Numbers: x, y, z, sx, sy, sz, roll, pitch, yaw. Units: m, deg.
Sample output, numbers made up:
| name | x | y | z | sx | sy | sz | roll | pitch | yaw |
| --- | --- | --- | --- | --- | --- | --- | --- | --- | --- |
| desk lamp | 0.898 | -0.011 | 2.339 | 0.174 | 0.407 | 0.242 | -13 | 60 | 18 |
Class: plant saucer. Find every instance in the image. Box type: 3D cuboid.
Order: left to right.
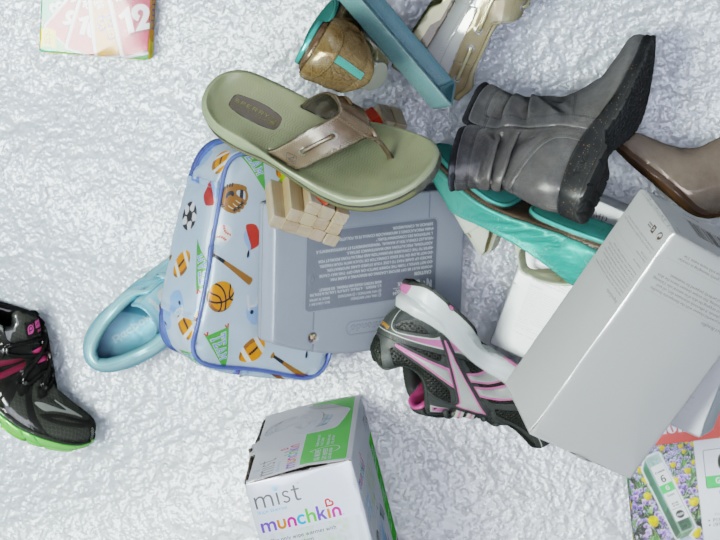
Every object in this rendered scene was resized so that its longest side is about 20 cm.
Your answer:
| name | x | y | z | sx | sy | sz | roll | pitch | yaw |
| --- | --- | --- | --- | --- | --- | --- | --- | --- | --- |
| plant saucer | 0.006 | -0.211 | 1.620 | 0.019 | 0.070 | 0.200 | -37 | 103 | 17 |

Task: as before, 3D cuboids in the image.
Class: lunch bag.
| name | x | y | z | sx | sy | sz | roll | pitch | yaw |
| --- | --- | --- | --- | --- | --- | --- | --- | --- | --- |
| lunch bag | -0.079 | -0.004 | 1.697 | 0.160 | 0.075 | 0.201 | 8 | 97 | -35 |

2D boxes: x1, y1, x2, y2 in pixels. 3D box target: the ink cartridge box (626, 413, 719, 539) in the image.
| name | x | y | z | sx | sy | sz | roll | pitch | yaw |
| --- | --- | --- | --- | --- | --- | --- | --- | --- | --- |
| ink cartridge box | 0.281 | 0.148 | 1.751 | 0.108 | 0.050 | 0.201 | -7 | 102 | 5 |

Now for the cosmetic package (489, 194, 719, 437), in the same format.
| name | x | y | z | sx | sy | sz | roll | pitch | yaw |
| --- | --- | --- | --- | --- | --- | --- | --- | --- | --- |
| cosmetic package | 0.226 | 0.029 | 1.697 | 0.199 | 0.052 | 0.151 | 24 | 105 | 20 |

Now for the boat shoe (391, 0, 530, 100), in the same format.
| name | x | y | z | sx | sy | sz | roll | pitch | yaw |
| --- | --- | --- | --- | --- | --- | --- | --- | --- | --- |
| boat shoe | 0.107 | -0.232 | 1.674 | 0.068 | 0.075 | 0.200 | 33 | 112 | -5 |

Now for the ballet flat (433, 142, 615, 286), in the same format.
| name | x | y | z | sx | sy | sz | roll | pitch | yaw |
| --- | --- | --- | --- | --- | --- | --- | --- | --- | --- |
| ballet flat | 0.129 | -0.035 | 1.676 | 0.200 | 0.067 | 0.071 | 29 | 118 | 23 |

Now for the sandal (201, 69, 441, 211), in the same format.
| name | x | y | z | sx | sy | sz | roll | pitch | yaw |
| --- | --- | --- | --- | --- | --- | --- | --- | --- | --- |
| sandal | -0.035 | -0.105 | 1.556 | 0.200 | 0.057 | 0.080 | 22 | 63 | 14 |

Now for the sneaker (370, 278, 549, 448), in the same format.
| name | x | y | z | sx | sy | sz | roll | pitch | yaw |
| --- | --- | --- | --- | --- | --- | --- | --- | --- | --- |
| sneaker | 0.081 | 0.094 | 1.714 | 0.200 | 0.080 | 0.086 | 42 | 87 | -23 |

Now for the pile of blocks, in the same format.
| name | x | y | z | sx | sy | sz | roll | pitch | yaw |
| --- | --- | --- | --- | --- | --- | --- | --- | --- | --- |
| pile of blocks | -0.019 | -0.099 | 1.637 | 0.082 | 0.200 | 0.062 | 31 | 125 | 0 |

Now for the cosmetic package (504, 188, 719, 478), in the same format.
| name | x | y | z | sx | sy | sz | roll | pitch | yaw |
| --- | --- | --- | --- | --- | --- | --- | --- | --- | --- |
| cosmetic package | 0.217 | 0.052 | 1.607 | 0.107 | 0.085 | 0.200 | 27 | 109 | -25 |

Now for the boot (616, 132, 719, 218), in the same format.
| name | x | y | z | sx | sy | sz | roll | pitch | yaw |
| --- | --- | --- | --- | --- | --- | --- | --- | --- | --- |
| boot | 0.329 | -0.098 | 1.693 | 0.200 | 0.070 | 0.146 | 38 | 96 | -7 |

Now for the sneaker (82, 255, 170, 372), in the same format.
| name | x | y | z | sx | sy | sz | roll | pitch | yaw |
| --- | --- | --- | --- | --- | --- | --- | --- | --- | --- |
| sneaker | -0.155 | 0.023 | 1.733 | 0.200 | 0.082 | 0.074 | -43 | 98 | 7 |

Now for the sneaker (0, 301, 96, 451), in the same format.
| name | x | y | z | sx | sy | sz | roll | pitch | yaw |
| --- | --- | --- | --- | --- | --- | --- | --- | --- | --- |
| sneaker | -0.300 | 0.078 | 1.757 | 0.084 | 0.077 | 0.200 | -42 | 98 | 14 |

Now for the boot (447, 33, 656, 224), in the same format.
| name | x | y | z | sx | sy | sz | roll | pitch | yaw |
| --- | --- | --- | --- | --- | --- | --- | --- | --- | --- |
| boot | 0.157 | -0.135 | 1.660 | 0.131 | 0.200 | 0.070 | 18 | 144 | 21 |

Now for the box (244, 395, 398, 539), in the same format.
| name | x | y | z | sx | sy | sz | roll | pitch | yaw |
| --- | --- | --- | --- | --- | --- | --- | --- | --- | --- |
| box | -0.028 | 0.220 | 1.709 | 0.096 | 0.200 | 0.177 | -13 | 100 | 5 |

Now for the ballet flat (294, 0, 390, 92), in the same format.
| name | x | y | z | sx | sy | sz | roll | pitch | yaw |
| --- | --- | --- | --- | --- | --- | --- | --- | --- | --- |
| ballet flat | -0.010 | -0.173 | 1.624 | 0.072 | 0.200 | 0.068 | 31 | 98 | -6 |

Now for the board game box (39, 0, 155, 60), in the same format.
| name | x | y | z | sx | sy | sz | roll | pitch | yaw |
| --- | --- | --- | --- | --- | --- | --- | --- | --- | --- |
| board game box | -0.218 | -0.281 | 1.703 | 0.095 | 0.030 | 0.201 | 5 | 100 | 2 |

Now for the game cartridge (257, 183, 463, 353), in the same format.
| name | x | y | z | sx | sy | sz | roll | pitch | yaw |
| --- | --- | --- | --- | --- | --- | --- | --- | --- | --- |
| game cartridge | 0.000 | 0.000 | 1.691 | 0.199 | 0.040 | 0.134 | -7 | 101 | -36 |
